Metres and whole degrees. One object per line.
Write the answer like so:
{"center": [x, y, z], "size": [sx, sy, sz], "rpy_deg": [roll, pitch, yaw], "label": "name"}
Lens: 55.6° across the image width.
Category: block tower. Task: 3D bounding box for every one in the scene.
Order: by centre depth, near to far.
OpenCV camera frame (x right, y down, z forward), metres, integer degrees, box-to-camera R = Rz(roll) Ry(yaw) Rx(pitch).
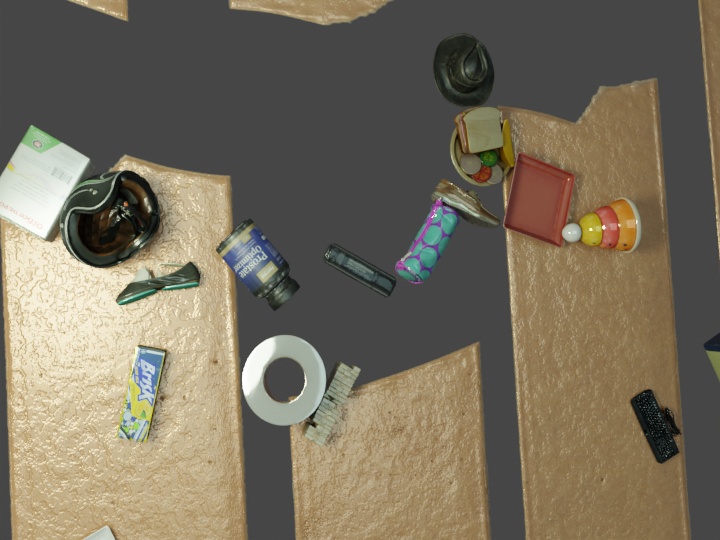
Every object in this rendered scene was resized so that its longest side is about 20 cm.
{"center": [-0.072, 0.316, 1.650], "size": [0.057, 0.054, 0.204], "rpy_deg": [30, 80, -12], "label": "block tower"}

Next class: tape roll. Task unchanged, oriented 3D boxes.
{"center": [-0.175, 0.255, 1.597], "size": [0.194, 0.066, 0.207], "rpy_deg": [0, 83, 1], "label": "tape roll"}

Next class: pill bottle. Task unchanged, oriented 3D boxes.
{"center": [-0.234, -0.010, 1.592], "size": [0.112, 0.112, 0.201], "rpy_deg": [-42, 97, -12], "label": "pill bottle"}

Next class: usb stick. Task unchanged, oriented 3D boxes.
{"center": [0.000, 0.000, 1.693], "size": [0.196, 0.033, 0.057], "rpy_deg": [29, 88, -12], "label": "usb stick"}

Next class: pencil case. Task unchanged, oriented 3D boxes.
{"center": [0.169, -0.068, 1.711], "size": [0.092, 0.084, 0.203], "rpy_deg": [39, 77, -38], "label": "pencil case"}

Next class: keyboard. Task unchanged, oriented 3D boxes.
{"center": [0.828, 0.424, 1.883], "size": [0.102, 0.040, 0.204], "rpy_deg": [-28, 95, -13], "label": "keyboard"}

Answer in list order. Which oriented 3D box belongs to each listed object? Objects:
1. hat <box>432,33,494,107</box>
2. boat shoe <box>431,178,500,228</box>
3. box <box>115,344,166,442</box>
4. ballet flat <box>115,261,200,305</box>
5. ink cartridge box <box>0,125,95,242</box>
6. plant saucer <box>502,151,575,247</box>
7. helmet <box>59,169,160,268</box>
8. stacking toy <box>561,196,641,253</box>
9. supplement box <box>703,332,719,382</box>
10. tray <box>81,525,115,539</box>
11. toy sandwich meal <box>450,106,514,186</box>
{"center": [0.278, -0.528, 1.751], "size": [0.194, 0.081, 0.207], "rpy_deg": [3, 79, -15], "label": "hat"}
{"center": [0.278, -0.172, 1.751], "size": [0.196, 0.076, 0.073], "rpy_deg": [26, 80, -13], "label": "boat shoe"}
{"center": [-0.492, 0.275, 1.539], "size": [0.068, 0.064, 0.206], "rpy_deg": [12, 85, -13], "label": "box"}
{"center": [-0.466, 0.024, 1.560], "size": [0.195, 0.068, 0.070], "rpy_deg": [-15, 81, -25], "label": "ballet flat"}
{"center": [-0.698, -0.185, 1.494], "size": [0.143, 0.087, 0.204], "rpy_deg": [28, 80, -11], "label": "ink cartridge box"}
{"center": [0.466, -0.183, 1.806], "size": [0.195, 0.037, 0.206], "rpy_deg": [16, 83, -22], "label": "plant saucer"}
{"center": [-0.549, -0.109, 1.475], "size": [0.187, 0.200, 0.205], "rpy_deg": [-23, 94, 20], "label": "helmet"}
{"center": [0.627, -0.109, 1.812], "size": [0.194, 0.146, 0.151], "rpy_deg": [-9, 90, -5], "label": "stacking toy"}
{"center": [1.115, 0.252, 1.914], "size": [0.196, 0.134, 0.204], "rpy_deg": [-28, 94, -14], "label": "supplement box"}
{"center": [-0.568, 0.683, 1.524], "size": [0.105, 0.022, 0.204], "rpy_deg": [-26, 94, -15], "label": "tray"}
{"center": [0.322, -0.324, 1.768], "size": [0.199, 0.070, 0.212], "rpy_deg": [1, 87, -14], "label": "toy sandwich meal"}
